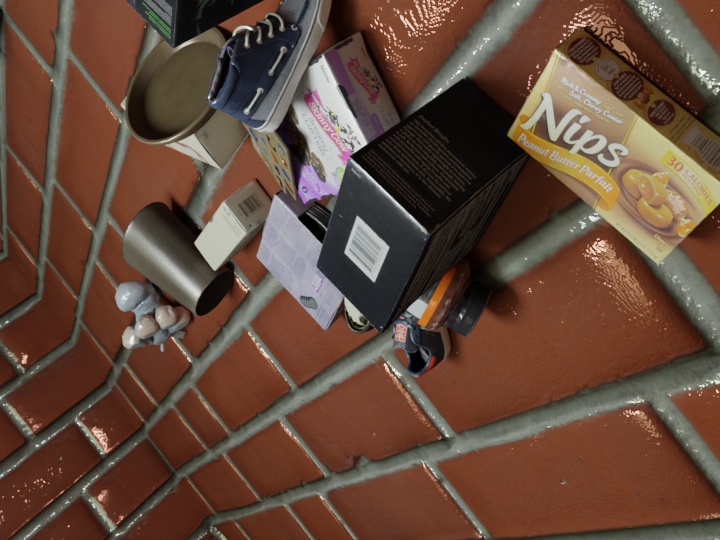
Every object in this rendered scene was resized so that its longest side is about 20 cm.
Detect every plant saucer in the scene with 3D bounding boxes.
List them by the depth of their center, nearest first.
[{"bbox_3d":[-0.267,-0.272,1.097,0.197,0.204,0.029,25,173,35],"label":"plant saucer"}]

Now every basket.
[{"bbox_3d":[-0.366,-0.014,1.506,0.198,0.136,0.182,37,149,15],"label":"basket"}]

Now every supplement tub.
[{"bbox_3d":[0.072,0.006,0.974,0.197,0.108,0.108,31,145,5],"label":"supplement tub"}]

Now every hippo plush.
[{"bbox_3d":[-0.506,0.088,1.806,0.164,0.157,0.199,62,-167,14],"label":"hippo plush"}]

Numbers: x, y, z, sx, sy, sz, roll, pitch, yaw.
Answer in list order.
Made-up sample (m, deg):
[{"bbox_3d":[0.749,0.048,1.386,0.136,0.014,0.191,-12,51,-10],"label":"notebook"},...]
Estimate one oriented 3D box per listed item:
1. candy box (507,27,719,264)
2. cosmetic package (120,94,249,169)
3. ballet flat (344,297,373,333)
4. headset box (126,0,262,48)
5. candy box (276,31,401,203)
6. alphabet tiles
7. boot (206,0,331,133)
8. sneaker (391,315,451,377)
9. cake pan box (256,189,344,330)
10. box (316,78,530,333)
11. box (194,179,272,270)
[{"bbox_3d":[0.246,-0.116,0.703,0.200,0.055,0.116,44,147,13],"label":"candy box"},{"bbox_3d":[-0.271,-0.248,1.167,0.197,0.104,0.088,26,163,36],"label":"cosmetic package"},{"bbox_3d":[0.000,0.000,1.070,0.072,0.072,0.206,19,119,40],"label":"ballet flat"},{"bbox_3d":[-0.178,-0.384,0.867,0.093,0.174,0.201,42,148,10],"label":"headset box"},{"bbox_3d":[-0.040,-0.191,0.973,0.198,0.071,0.171,-6,116,55],"label":"candy box"},{"bbox_3d":[-0.137,-0.193,1.035,0.168,0.006,0.201,55,167,19],"label":"alphabet tiles"},{"bbox_3d":[-0.106,-0.269,0.869,0.072,0.089,0.205,30,100,49],"label":"boot"},{"bbox_3d":[0.072,0.065,1.070,0.074,0.084,0.204,7,126,47],"label":"sneaker"},{"bbox_3d":[-0.082,-0.021,1.214,0.184,0.052,0.201,43,147,10],"label":"cake pan box"},{"bbox_3d":[0.068,-0.071,0.837,0.123,0.197,0.202,43,147,14],"label":"box"},{"bbox_3d":[-0.223,-0.076,1.309,0.069,0.082,0.199,51,146,-3],"label":"box"}]
